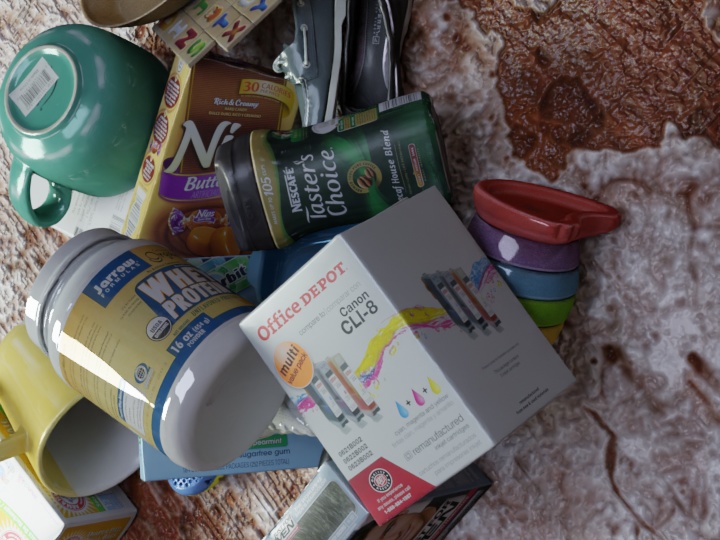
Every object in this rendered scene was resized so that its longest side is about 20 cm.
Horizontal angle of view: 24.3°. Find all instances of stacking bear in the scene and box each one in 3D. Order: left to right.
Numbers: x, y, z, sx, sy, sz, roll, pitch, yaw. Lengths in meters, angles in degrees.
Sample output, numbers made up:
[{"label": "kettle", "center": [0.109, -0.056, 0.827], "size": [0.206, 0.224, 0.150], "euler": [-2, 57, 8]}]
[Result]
[{"label": "stacking bear", "center": [0.127, 0.034, 1.399], "size": [0.114, 0.121, 0.200], "euler": [22, 110, 30]}]

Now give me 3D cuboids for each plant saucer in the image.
[{"label": "plant saucer", "center": [-0.186, -0.306, 1.609], "size": [0.200, 0.035, 0.200], "euler": [-25, 45, 28]}]

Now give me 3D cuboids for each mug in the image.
[{"label": "mug", "center": [-0.302, 0.116, 1.648], "size": [0.153, 0.186, 0.150], "euler": [44, 105, 35]}, {"label": "mug", "center": [-0.268, -0.140, 1.579], "size": [0.152, 0.114, 0.185], "euler": [-4, 77, 28]}]

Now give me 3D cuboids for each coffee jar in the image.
[{"label": "coffee jar", "center": [-0.024, -0.084, 1.455], "size": [0.200, 0.085, 0.104], "euler": [-13, 111, 6]}]

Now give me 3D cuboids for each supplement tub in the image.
[{"label": "supplement tub", "center": [-0.171, 0.062, 1.407], "size": [0.200, 0.145, 0.145], "euler": [31, 107, 28]}]

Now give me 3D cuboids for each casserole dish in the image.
[{"label": "casserole dish", "center": [0.000, 0.000, 1.473], "size": [0.200, 0.039, 0.121], "euler": [-5, 50, 13]}]

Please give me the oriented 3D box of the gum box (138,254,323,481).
[{"label": "gum box", "center": [-0.123, 0.087, 1.537], "size": [0.045, 0.170, 0.200], "euler": [159, 107, -78]}]

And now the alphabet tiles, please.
[{"label": "alphabet tiles", "center": [-0.115, -0.262, 1.533], "size": [0.166, 0.006, 0.200], "euler": [-43, 30, 1]}]

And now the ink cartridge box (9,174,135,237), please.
[{"label": "ink cartridge box", "center": [-0.250, -0.083, 1.672], "size": [0.200, 0.067, 0.116], "euler": [27, 104, 31]}]

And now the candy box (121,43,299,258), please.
[{"label": "candy box", "center": [-0.140, -0.100, 1.564], "size": [0.056, 0.117, 0.200], "euler": [40, 115, 61]}]

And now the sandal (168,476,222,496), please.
[{"label": "sandal", "center": [-0.164, 0.119, 1.604], "size": [0.079, 0.087, 0.200], "euler": [9, 97, 32]}]

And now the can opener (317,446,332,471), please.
[{"label": "can opener", "center": [-0.029, 0.228, 1.506], "size": [0.063, 0.079, 0.200], "euler": [23, 99, 50]}]

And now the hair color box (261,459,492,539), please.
[{"label": "hair color box", "center": [0.017, 0.204, 1.411], "size": [0.061, 0.200, 0.099], "euler": [48, 115, 24]}]

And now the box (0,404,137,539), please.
[{"label": "box", "center": [-0.342, 0.216, 1.707], "size": [0.200, 0.112, 0.101], "euler": [47, 114, 23]}]

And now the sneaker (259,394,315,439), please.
[{"label": "sneaker", "center": [-0.058, 0.119, 1.461], "size": [0.200, 0.078, 0.099], "euler": [38, 96, 38]}]

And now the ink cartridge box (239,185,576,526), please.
[{"label": "ink cartridge box", "center": [0.036, 0.064, 1.318], "size": [0.145, 0.145, 0.200], "euler": [-41, 82, 38]}]

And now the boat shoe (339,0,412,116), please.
[{"label": "boat shoe", "center": [0.007, -0.173, 1.505], "size": [0.067, 0.057, 0.200], "euler": [4, 92, 32]}]

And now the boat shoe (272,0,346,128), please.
[{"label": "boat shoe", "center": [-0.048, -0.194, 1.524], "size": [0.062, 0.073, 0.200], "euler": [5, 86, -3]}]
